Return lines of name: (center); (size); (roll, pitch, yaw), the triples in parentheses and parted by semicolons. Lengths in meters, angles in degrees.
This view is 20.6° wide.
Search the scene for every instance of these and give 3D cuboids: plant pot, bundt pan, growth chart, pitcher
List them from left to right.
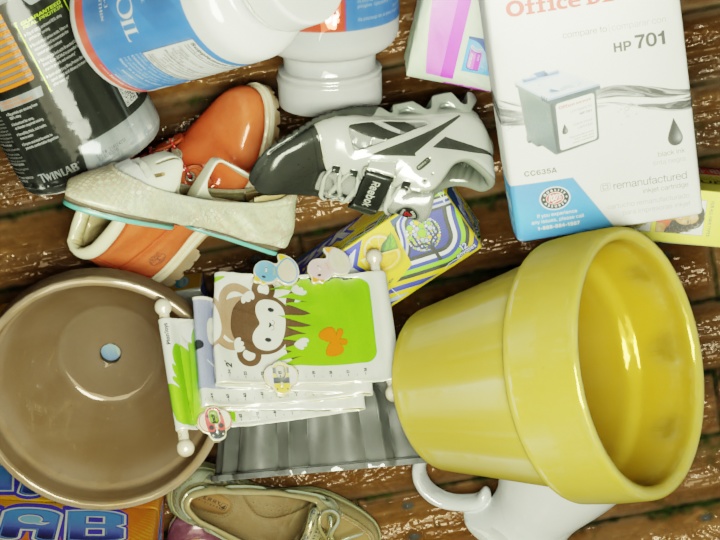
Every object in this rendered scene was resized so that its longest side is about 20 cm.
plant pot: (-0.206, 0.083, 1.594); (0.199, 0.093, 0.203); (-1, 111, -2)
growth chart: (-0.062, 0.056, 1.526); (0.198, 0.018, 0.146); (-11, 71, -16)
bundt pan: (-0.026, 0.126, 1.610); (0.200, 0.202, 0.077); (-6, 85, 2)
pitcher: (0.147, 0.151, 1.661); (0.171, 0.121, 0.201); (28, 121, 1)
plant pot: (0.134, 0.080, 1.505); (0.188, 0.201, 0.202); (-10, 115, 35)

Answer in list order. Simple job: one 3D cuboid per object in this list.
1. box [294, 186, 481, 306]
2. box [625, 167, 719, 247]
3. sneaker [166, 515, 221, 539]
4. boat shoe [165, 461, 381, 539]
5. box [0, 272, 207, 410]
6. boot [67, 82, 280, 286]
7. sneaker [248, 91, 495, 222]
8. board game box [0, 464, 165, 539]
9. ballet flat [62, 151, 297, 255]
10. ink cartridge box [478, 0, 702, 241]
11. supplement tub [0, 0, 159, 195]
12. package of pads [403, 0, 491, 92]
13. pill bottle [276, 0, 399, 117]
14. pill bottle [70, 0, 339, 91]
box: (0.000, 0.000, 1.616); (0.199, 0.070, 0.064); (-34, 104, 12)
box: (0.273, -0.052, 1.599); (0.198, 0.075, 0.051); (5, 109, -1)
sneaker: (-0.130, 0.308, 1.725); (0.074, 0.090, 0.202); (-8, 112, 2)
boat shoe: (-0.070, 0.219, 1.690); (0.198, 0.063, 0.074); (16, 96, -20)
box: (-0.196, 0.073, 1.661); (0.198, 0.042, 0.120); (-9, 111, 0)
boot: (-0.147, -0.073, 1.562); (0.107, 0.075, 0.200); (21, 114, -49)
sneaker: (0.016, -0.076, 1.514); (0.198, 0.089, 0.074); (-14, 158, -19)
board game box: (-0.270, 0.281, 1.654); (0.198, 0.200, 0.202); (4, 112, -2)
ballet flat: (-0.135, -0.061, 1.509); (0.199, 0.067, 0.063); (12, 101, -36)
ink cartridge box: (0.171, -0.138, 1.484); (0.145, 0.086, 0.202); (-9, 113, 4)
supplement tub: (-0.247, -0.170, 1.520); (0.122, 0.123, 0.201); (-22, 110, 8)
package of pads: (0.128, -0.234, 1.527); (0.153, 0.068, 0.202); (10, 111, -5)
pill bottle: (-0.025, -0.224, 1.506); (0.111, 0.112, 0.202); (-3, 111, 0)
pill bottle: (-0.108, -0.200, 1.424); (0.199, 0.112, 0.113); (-10, 117, 44)
